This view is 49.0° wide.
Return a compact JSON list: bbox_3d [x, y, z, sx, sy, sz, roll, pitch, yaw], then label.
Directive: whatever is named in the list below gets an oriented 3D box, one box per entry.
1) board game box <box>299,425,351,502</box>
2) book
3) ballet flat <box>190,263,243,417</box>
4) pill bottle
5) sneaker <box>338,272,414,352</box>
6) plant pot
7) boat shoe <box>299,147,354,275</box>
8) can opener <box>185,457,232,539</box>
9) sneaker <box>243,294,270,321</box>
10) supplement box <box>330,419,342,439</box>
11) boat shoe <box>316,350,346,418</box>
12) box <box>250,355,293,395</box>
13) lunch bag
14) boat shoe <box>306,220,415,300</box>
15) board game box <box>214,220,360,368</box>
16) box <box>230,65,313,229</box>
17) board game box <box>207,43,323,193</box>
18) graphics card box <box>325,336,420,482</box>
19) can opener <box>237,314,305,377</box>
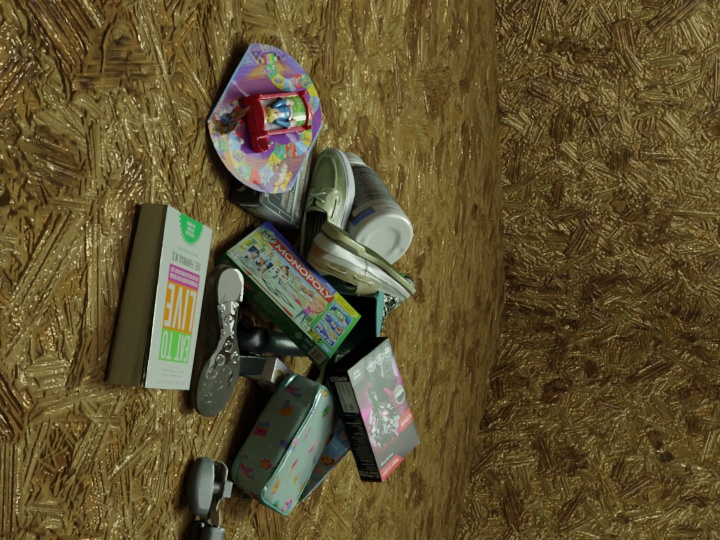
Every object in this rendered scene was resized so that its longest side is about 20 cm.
[{"bbox_3d":[-0.034,0.303,1.373,0.151,0.037,0.200,-39,169,-47],"label":"board game box"},{"bbox_3d":[-0.226,0.036,0.923,0.134,0.048,0.202,36,60,-74],"label":"book"},{"bbox_3d":[-0.192,0.090,1.036,0.067,0.046,0.202,1,97,-49],"label":"ballet flat"},{"bbox_3d":[-0.001,-0.105,1.314,0.114,0.113,0.200,76,-11,-46],"label":"pill bottle"},{"bbox_3d":[0.026,0.083,1.441,0.200,0.085,0.078,-40,131,-16],"label":"sneaker"},{"bbox_3d":[-0.023,0.013,1.365,0.142,0.140,0.201,89,12,-45],"label":"plant pot"},{"bbox_3d":[-0.054,-0.094,1.218,0.062,0.071,0.202,17,74,-62],"label":"boat shoe"},{"bbox_3d":[-0.218,0.350,1.046,0.067,0.053,0.202,20,74,-38],"label":"can opener"},{"bbox_3d":[-0.109,0.050,1.206,0.072,0.073,0.200,-41,154,9],"label":"sneaker"},{"bbox_3d":[-0.009,0.250,1.569,0.200,0.085,0.111,-53,144,-58],"label":"supplement box"},{"bbox_3d":[-0.040,0.195,1.453,0.201,0.067,0.072,-77,166,-54],"label":"boat shoe"},{"bbox_3d":[-0.123,0.187,1.278,0.200,0.038,0.042,60,40,-61],"label":"box"},{"bbox_3d":[-0.113,0.271,1.218,0.201,0.077,0.161,-59,157,-19],"label":"lunch bag"},{"bbox_3d":[0.000,0.000,1.207,0.200,0.075,0.069,34,97,-33],"label":"boat shoe"},{"bbox_3d":[-0.097,0.030,1.116,0.029,0.200,0.135,-43,-177,30],"label":"board game box"},{"bbox_3d":[-0.121,-0.175,1.162,0.158,0.048,0.202,33,64,-71],"label":"box"},{"bbox_3d":[-0.111,-0.205,1.063,0.158,0.039,0.201,41,63,-36],"label":"board game box"},{"bbox_3d":[0.023,0.222,1.274,0.125,0.051,0.201,-32,110,-48],"label":"graphics card box"},{"bbox_3d":[-0.137,0.107,1.153,0.200,0.063,0.079,7,107,-64],"label":"can opener"}]
